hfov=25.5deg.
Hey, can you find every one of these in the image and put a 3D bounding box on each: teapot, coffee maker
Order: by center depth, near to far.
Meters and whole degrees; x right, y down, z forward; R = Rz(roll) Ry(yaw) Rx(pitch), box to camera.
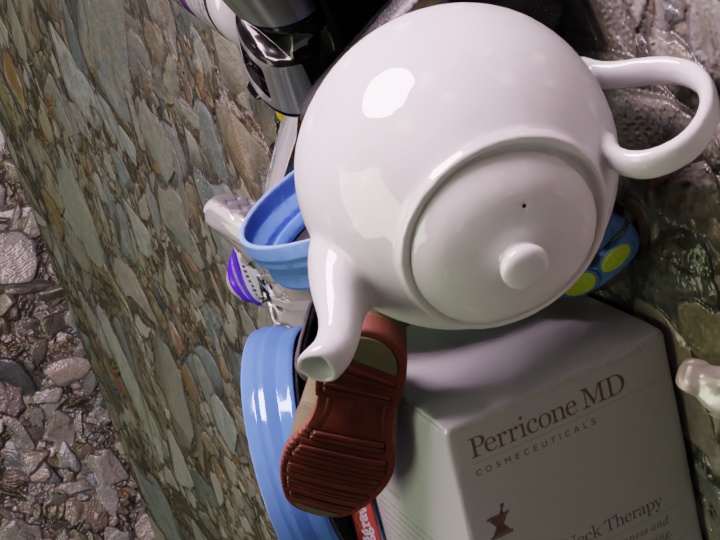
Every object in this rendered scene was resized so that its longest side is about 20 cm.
[{"bbox_3d":[0.068,-0.042,0.869,0.146,0.197,0.201,58,134,52],"label":"teapot"},{"bbox_3d":[-0.015,-0.213,1.081,0.200,0.191,0.135,61,-160,-61],"label":"coffee maker"}]

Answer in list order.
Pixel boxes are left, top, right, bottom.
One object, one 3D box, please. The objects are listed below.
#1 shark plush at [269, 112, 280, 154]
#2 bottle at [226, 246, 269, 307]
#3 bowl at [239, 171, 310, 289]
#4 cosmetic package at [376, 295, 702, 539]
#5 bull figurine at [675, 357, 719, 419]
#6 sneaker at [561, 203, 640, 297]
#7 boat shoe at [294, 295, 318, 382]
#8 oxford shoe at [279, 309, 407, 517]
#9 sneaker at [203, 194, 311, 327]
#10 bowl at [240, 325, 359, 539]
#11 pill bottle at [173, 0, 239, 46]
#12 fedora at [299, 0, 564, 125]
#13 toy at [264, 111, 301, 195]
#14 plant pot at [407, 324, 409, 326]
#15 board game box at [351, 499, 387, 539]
[{"bbox_3d":[-0.047,-0.051,1.461,0.200,0.091,0.083,55,-171,19],"label":"shark plush"},{"bbox_3d":[-0.094,-0.005,1.628,0.084,0.065,0.200,67,161,0],"label":"bottle"},{"bbox_3d":[0.016,-0.053,1.061,0.039,0.200,0.200,62,164,-19],"label":"bowl"},{"bbox_3d":[0.109,0.136,1.073,0.166,0.167,0.201,30,139,62],"label":"cosmetic package"},{"bbox_3d":[0.239,0.109,0.826,0.200,0.065,0.121,51,-172,24],"label":"bull figurine"},{"bbox_3d":[0.107,-0.025,1.051,0.071,0.083,0.199,50,151,-18],"label":"sneaker"},{"bbox_3d":[0.000,0.000,1.143,0.072,0.063,0.201,-9,59,44],"label":"boat shoe"},{"bbox_3d":[-0.004,0.082,1.008,0.075,0.070,0.200,-80,7,-45],"label":"oxford shoe"},{"bbox_3d":[-0.063,0.014,1.369,0.200,0.082,0.075,41,-161,4],"label":"sneaker"},{"bbox_3d":[-0.032,0.135,1.172,0.201,0.039,0.202,-17,-90,-78],"label":"bowl"},{"bbox_3d":[-0.087,-0.241,1.293,0.200,0.111,0.112,41,147,53],"label":"pill bottle"},{"bbox_3d":[0.055,-0.139,0.969,0.092,0.201,0.201,42,162,-7],"label":"fedora"},{"bbox_3d":[-0.049,-0.103,1.339,0.200,0.047,0.116,-94,20,-58],"label":"toy"},{"bbox_3d":[0.017,-0.020,1.274,0.201,0.092,0.201,53,156,36],"label":"plant pot"},{"bbox_3d":[0.017,0.152,1.227,0.200,0.019,0.103,-4,-100,-78],"label":"board game box"}]
